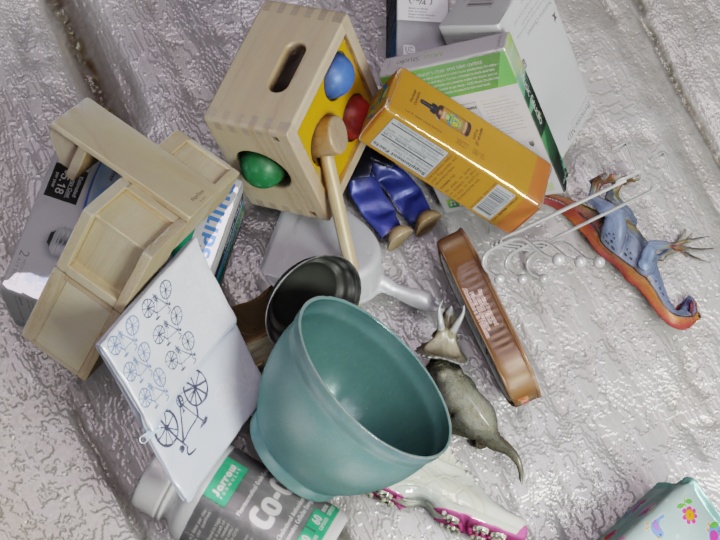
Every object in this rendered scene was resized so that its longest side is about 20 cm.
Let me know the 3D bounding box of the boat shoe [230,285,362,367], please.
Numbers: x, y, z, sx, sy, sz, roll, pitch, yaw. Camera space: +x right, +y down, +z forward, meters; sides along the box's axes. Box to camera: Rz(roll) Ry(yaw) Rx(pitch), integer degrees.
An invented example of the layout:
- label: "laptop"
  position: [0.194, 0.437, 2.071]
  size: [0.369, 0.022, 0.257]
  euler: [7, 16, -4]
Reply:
- label: "boat shoe"
  position: [-0.085, 0.061, 1.696]
  size: [0.199, 0.065, 0.072]
  euler: [-23, 51, -30]

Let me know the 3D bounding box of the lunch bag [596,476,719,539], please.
- label: "lunch bag"
  position: [0.327, 0.340, 1.621]
  size: [0.170, 0.122, 0.200]
  euler: [-37, 88, -17]

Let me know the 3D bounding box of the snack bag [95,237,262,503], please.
- label: "snack bag"
  position: [-0.164, 0.098, 1.540]
  size: [0.189, 0.021, 0.201]
  euler: [-53, 128, -48]

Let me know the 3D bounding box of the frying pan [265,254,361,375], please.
- label: "frying pan"
  position: [-0.037, 0.055, 1.653]
  size: [0.115, 0.190, 0.031]
  euler: [-40, 45, -9]

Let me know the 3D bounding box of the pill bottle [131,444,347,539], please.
- label: "pill bottle"
  position: [-0.123, 0.246, 1.608]
  size: [0.199, 0.113, 0.114]
  euler: [30, 73, 4]

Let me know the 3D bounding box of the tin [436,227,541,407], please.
- label: "tin"
  position: [0.135, 0.051, 1.694]
  size: [0.042, 0.112, 0.201]
  euler: [-26, 76, 3]

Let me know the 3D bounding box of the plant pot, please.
- label: "plant pot"
  position: [-0.026, 0.146, 1.584]
  size: [0.201, 0.200, 0.134]
  euler: [49, 114, 10]

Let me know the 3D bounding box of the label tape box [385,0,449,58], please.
- label: "label tape box"
  position: [0.062, -0.291, 1.772]
  size: [0.063, 0.144, 0.201]
  euler: [2, 73, -4]

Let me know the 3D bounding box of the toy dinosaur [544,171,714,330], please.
- label: "toy dinosaur"
  position: [0.305, -0.016, 1.769]
  size: [0.199, 0.105, 0.183]
  euler: [-13, 82, 26]

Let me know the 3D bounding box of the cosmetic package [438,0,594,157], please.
- label: "cosmetic package"
  position: [0.172, -0.219, 1.725]
  size: [0.081, 0.200, 0.113]
  euler: [5, 49, 39]

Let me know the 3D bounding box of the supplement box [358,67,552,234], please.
- label: "supplement box"
  position: [0.099, -0.123, 1.654]
  size: [0.199, 0.069, 0.067]
  euler: [33, 48, -15]

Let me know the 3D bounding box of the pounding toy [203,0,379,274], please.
- label: "pounding toy"
  position: [-0.052, -0.136, 1.653]
  size: [0.141, 0.184, 0.201]
  euler: [13, 63, 24]

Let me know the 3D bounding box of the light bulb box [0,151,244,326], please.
- label: "light bulb box"
  position: [-0.245, -0.019, 1.672]
  size: [0.199, 0.125, 0.199]
  euler: [18, 72, 1]

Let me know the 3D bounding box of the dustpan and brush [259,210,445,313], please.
- label: "dustpan and brush"
  position: [0.000, 0.000, 1.711]
  size: [0.199, 0.057, 0.140]
  euler: [16, 46, 3]

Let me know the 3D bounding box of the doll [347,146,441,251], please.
- label: "doll"
  position: [0.011, -0.124, 1.768]
  size: [0.136, 0.049, 0.201]
  euler: [-28, 75, -23]

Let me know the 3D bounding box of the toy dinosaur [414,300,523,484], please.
- label: "toy dinosaur"
  position: [0.105, 0.142, 1.668]
  size: [0.077, 0.102, 0.201]
  euler: [-22, 76, -11]

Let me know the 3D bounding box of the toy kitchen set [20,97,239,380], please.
- label: "toy kitchen set"
  position: [-0.259, -0.044, 1.577]
  size: [0.163, 0.181, 0.200]
  euler: [35, 34, 3]

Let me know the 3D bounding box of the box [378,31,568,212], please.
- label: "box"
  position: [0.123, -0.154, 1.690]
  size: [0.143, 0.201, 0.036]
  euler: [-9, 43, 24]

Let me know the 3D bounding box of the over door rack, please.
- label: "over door rack"
  position: [0.236, -0.047, 1.663]
  size: [0.200, 0.148, 0.067]
  euler: [-38, 74, 20]

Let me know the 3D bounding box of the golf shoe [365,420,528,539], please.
- label: "golf shoe"
  position: [0.089, 0.220, 1.660]
  size: [0.199, 0.075, 0.092]
  euler: [23, 69, 1]
